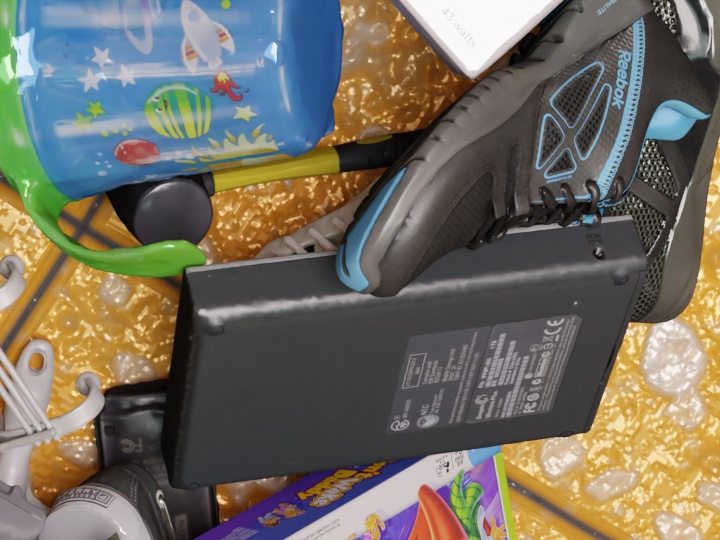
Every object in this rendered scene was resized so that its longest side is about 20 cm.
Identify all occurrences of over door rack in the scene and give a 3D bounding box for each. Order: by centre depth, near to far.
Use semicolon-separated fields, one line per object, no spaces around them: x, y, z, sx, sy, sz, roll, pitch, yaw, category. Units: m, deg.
-0.231;0.033;1.192;0.199;0.067;0.148;-23;116;20;over door rack

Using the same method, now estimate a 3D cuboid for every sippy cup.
-0.079;-0.096;1.139;0.130;0.140;0.178;0;108;16;sippy cup

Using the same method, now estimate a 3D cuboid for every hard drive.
0.016;0.038;1.180;0.199;0.033;0.140;-7;146;-14;hard drive

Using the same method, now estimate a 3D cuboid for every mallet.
-0.016;-0.045;1.223;0.199;0.066;0.041;-7;117;-9;mallet

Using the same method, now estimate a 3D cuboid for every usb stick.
-0.091;0.150;1.282;0.055;0.033;0.201;-6;107;-2;usb stick

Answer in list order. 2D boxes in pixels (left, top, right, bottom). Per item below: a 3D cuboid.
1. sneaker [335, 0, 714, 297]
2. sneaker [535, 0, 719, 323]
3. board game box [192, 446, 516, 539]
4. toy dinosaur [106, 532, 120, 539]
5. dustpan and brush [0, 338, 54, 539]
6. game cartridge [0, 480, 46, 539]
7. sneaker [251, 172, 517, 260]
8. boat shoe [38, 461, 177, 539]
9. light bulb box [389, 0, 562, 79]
0.072;-0.046;1.117;0.082;0.073;0.200;49;63;-2;sneaker
0.105;-0.066;1.219;0.114;0.076;0.200;-9;113;-39;sneaker
-0.006;0.163;1.236;0.200;0.045;0.135;-27;113;-42;board game box
-0.179;0.185;1.178;0.199;0.047;0.088;-20;113;13;toy dinosaur
-0.171;0.132;1.257;0.139;0.057;0.201;13;109;-7;dustpan and brush
-0.255;0.104;1.180;0.200;0.042;0.133;31;116;-12;game cartridge
0.000;0.000;1.199;0.200;0.073;0.071;-45;152;25;sneaker
-0.101;0.183;1.226;0.068;0.057;0.201;3;113;20;boat shoe
0.053;-0.219;1.138;0.200;0.125;0.198;-42;95;3;light bulb box
